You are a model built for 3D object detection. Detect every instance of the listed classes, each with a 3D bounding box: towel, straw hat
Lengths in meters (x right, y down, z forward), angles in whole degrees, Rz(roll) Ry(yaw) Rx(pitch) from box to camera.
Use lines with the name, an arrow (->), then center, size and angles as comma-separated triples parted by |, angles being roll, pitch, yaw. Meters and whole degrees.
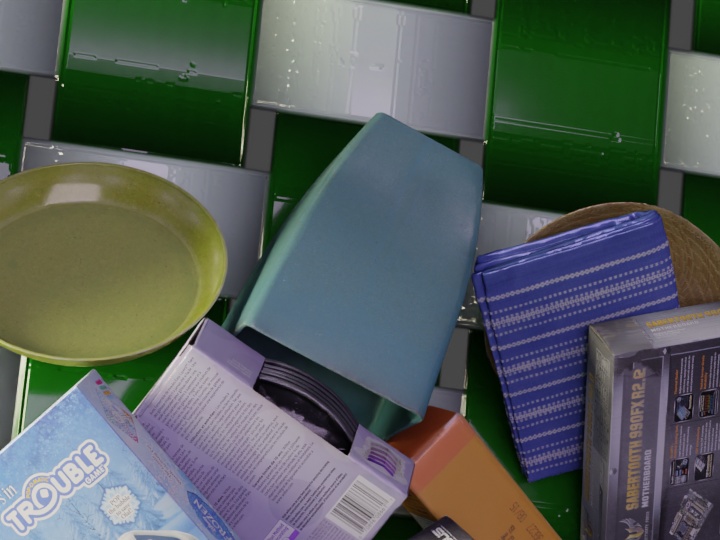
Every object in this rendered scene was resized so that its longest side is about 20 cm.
towel -> 0.166, 0.056, 1.499 | 0.144, 0.024, 0.201 | -17, 122, -1
straw hat -> 0.182, 0.017, 1.538 | 0.200, 0.085, 0.202 | -3, 120, -6

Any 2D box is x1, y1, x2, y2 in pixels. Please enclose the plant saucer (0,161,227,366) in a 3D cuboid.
plant saucer -> -0.193, 0.000, 1.435 | 0.198, 0.031, 0.201 | 4, 44, -4

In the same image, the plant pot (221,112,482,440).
plant pot -> 0.000, 0.000, 1.478 | 0.141, 0.141, 0.201 | 27, 69, -9

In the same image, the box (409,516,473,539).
box -> 0.035, 0.293, 1.428 | 0.158, 0.048, 0.201 | -31, 124, -15

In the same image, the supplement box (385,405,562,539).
supplement box -> 0.096, 0.192, 1.486 | 0.067, 0.069, 0.200 | -43, 105, -16

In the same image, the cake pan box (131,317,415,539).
cake pan box -> -0.087, 0.155, 1.418 | 0.184, 0.052, 0.200 | 33, 116, -8

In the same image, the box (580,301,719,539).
box -> 0.245, 0.124, 1.511 | 0.157, 0.048, 0.201 | -9, 119, -14

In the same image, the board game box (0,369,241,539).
board game box -> -0.190, 0.205, 1.393 | 0.200, 0.043, 0.199 | -41, 92, 19
